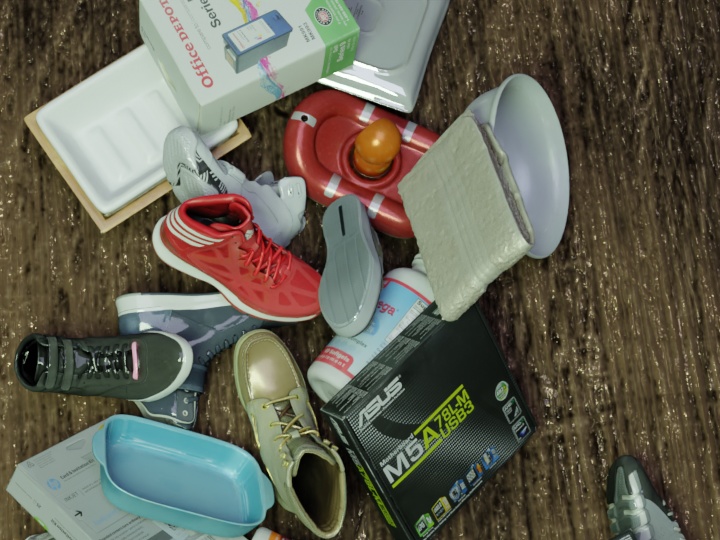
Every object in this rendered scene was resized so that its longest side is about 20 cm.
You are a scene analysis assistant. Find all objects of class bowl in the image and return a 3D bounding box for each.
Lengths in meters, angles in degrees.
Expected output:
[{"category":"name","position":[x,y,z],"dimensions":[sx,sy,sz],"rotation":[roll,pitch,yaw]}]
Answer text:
[{"category":"bowl","position":[0.151,-0.110,1.738],"dimensions":[0.090,0.201,0.203],"rotation":[-6,69,30]}]

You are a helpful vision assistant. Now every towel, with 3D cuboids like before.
[{"category":"towel","position":[0.106,-0.058,1.611],"dimensions":[0.034,0.133,0.201],"rotation":[19,39,-34]}]

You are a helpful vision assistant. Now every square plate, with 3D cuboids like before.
[{"category":"square plate","position":[-0.008,-0.286,1.802],"dimensions":[0.196,0.029,0.201],"rotation":[19,53,0]}]

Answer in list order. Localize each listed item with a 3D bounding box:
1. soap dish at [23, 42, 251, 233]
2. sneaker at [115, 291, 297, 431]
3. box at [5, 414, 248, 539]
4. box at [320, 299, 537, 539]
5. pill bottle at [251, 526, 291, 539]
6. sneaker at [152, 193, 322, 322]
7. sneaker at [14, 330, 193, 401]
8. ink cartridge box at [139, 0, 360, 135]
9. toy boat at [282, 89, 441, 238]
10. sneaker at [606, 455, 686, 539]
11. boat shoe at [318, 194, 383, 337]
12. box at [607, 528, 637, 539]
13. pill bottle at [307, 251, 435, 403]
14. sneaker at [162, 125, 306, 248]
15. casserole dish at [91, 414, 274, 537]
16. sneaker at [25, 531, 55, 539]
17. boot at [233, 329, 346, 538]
[{"category":"soap dish","position":[-0.244,-0.151,1.733],"dimensions":[0.199,0.081,0.158],"rotation":[-34,80,-16]},{"category":"sneaker","position":[-0.155,0.096,1.671],"dimensions":[0.200,0.077,0.148],"rotation":[-3,77,-12]},{"category":"box","position":[-0.231,0.244,1.570],"dimensions":[0.200,0.041,0.156],"rotation":[41,31,14]},{"category":"box","position":[0.076,0.153,1.632],"dimensions":[0.200,0.047,0.194],"rotation":[-41,124,-23]},{"category":"pill bottle","position":[-0.036,0.350,1.585],"dimensions":[0.198,0.114,0.115],"rotation":[25,71,1]},{"category":"sneaker","position":[-0.108,-0.012,1.604],"dimensions":[0.198,0.115,0.079],"rotation":[20,68,-17]},{"category":"sneaker","position":[-0.267,0.097,1.590],"dimensions":[0.198,0.099,0.072],"rotation":[-6,81,34]},{"category":"ink cartridge box","position":[-0.121,-0.258,1.697],"dimensions":[0.199,0.088,0.146],"rotation":[-27,76,-13]},{"category":"toy boat","position":[0.012,-0.129,1.732],"dimensions":[0.198,0.131,0.132],"rotation":[24,71,1]},{"category":"sneaker","position":[0.336,0.289,1.679],"dimensions":[0.114,0.075,0.202],"rotation":[-10,84,-15]},{"category":"boat shoe","position":[0.000,0.000,1.654],"dimensions":[0.072,0.062,0.201],"rotation":[-28,37,23]},{"category":"box","position":[0.253,0.387,1.591],"dimensions":[0.123,0.149,0.201],"rotation":[-24,76,-15]},{"category":"pill bottle","position":[0.042,0.070,1.685],"dimensions":[0.108,0.109,0.200],"rotation":[38,71,6]},{"category":"sneaker","position":[-0.131,-0.090,1.700],"dimensions":[0.115,0.075,0.201],"rotation":[-42,122,-26]},{"category":"casserole dish","position":[-0.183,0.212,1.586],"dimensions":[0.198,0.039,0.122],"rotation":[18,32,-22]},{"category":"sneaker","position":[-0.247,0.299,1.589],"dimensions":[0.198,0.082,0.076],"rotation":[2,72,-13]},{"category":"boot","position":[-0.069,0.162,1.590],"dimensions":[0.071,0.155,0.202],"rotation":[-17,98,-11]}]
